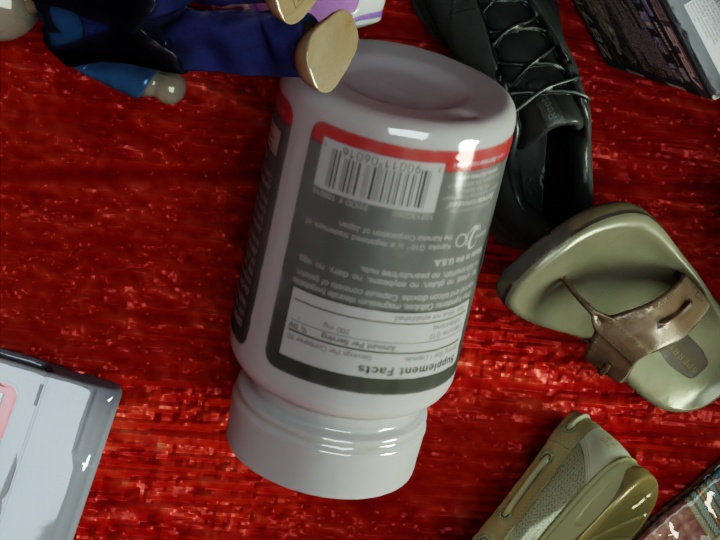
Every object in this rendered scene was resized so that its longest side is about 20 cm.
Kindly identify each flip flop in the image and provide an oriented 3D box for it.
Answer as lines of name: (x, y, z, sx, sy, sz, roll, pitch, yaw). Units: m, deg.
flip flop: (0.140, 0.029, 1.355, 0.081, 0.058, 0.200, -38, 140, 10)

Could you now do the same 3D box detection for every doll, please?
doll: (-0.103, -0.127, 1.252, 0.048, 0.200, 0.137, -57, 138, -35)

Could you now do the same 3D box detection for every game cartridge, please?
game cartridge: (-0.229, 0.091, 1.323, 0.200, 0.041, 0.133, 17, 99, -17)

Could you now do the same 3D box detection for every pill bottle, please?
pill bottle: (0.000, 0.000, 1.310, 0.114, 0.114, 0.200, 6, 115, -16)

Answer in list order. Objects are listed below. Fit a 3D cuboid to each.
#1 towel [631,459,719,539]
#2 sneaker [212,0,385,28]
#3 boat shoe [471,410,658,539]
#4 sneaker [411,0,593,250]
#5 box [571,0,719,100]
towel: (0.215, 0.206, 1.468, 0.147, 0.022, 0.200, -40, 107, -6)
sneaker: (-0.077, -0.156, 1.288, 0.200, 0.073, 0.114, 6, 88, -16)
boat shoe: (0.064, 0.161, 1.403, 0.201, 0.063, 0.073, -46, 152, 1)
sneaker: (0.079, -0.102, 1.340, 0.076, 0.091, 0.200, -21, 103, -8)
box: (0.114, -0.183, 1.297, 0.049, 0.161, 0.200, -32, 105, -8)
